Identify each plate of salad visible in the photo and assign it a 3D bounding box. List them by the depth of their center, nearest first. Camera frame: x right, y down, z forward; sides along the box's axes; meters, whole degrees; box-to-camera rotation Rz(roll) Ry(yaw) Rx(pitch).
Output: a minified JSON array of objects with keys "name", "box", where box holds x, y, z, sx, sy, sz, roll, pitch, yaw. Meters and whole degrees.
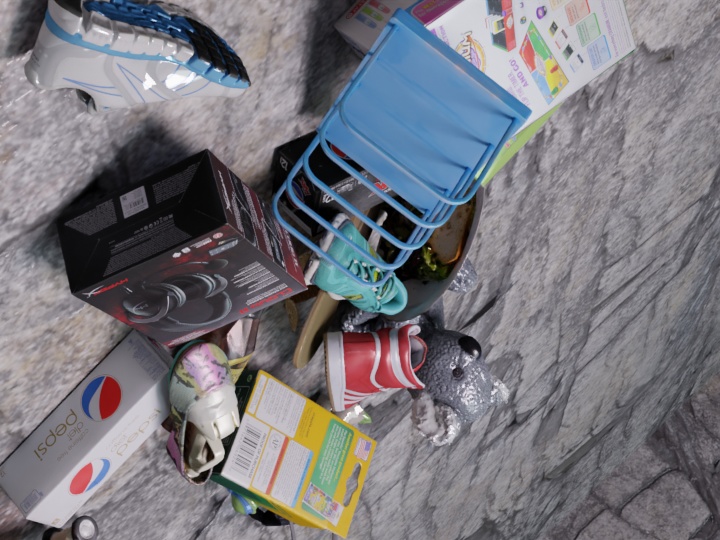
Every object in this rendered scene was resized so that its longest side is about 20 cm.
[{"name":"plate of salad","box":[0.062,-0.043,1.315,0.048,0.201,0.201,22,113,-26]}]

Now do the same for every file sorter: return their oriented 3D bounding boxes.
[{"name":"file sorter","box":[0.023,-0.092,1.052,0.123,0.138,0.200,-55,-176,-29]}]

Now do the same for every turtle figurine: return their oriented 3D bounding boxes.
[{"name":"turtle figurine","box":[-0.059,0.263,1.549,0.194,0.199,0.144,-49,165,-22]}]

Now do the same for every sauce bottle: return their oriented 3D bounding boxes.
[{"name":"sauce bottle","box":[-0.146,0.084,1.281,0.066,0.066,0.201,-5,133,-54]}]

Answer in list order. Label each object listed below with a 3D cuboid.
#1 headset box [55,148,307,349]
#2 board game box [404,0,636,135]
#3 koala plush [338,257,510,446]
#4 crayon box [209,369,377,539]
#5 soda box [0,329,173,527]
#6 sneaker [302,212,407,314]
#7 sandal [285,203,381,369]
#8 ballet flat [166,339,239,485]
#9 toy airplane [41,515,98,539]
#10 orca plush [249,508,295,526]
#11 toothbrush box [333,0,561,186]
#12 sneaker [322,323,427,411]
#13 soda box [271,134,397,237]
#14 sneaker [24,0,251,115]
[{"name":"headset box","box":[-0.147,-0.009,1.078,0.147,0.078,0.200,-23,155,10]},{"name":"board game box","box":[0.141,-0.209,1.088,0.199,0.040,0.154,-35,129,-10]},{"name":"koala plush","box":[0.084,0.103,1.470,0.177,0.200,0.184,-28,165,-51]},{"name":"crayon box","box":[-0.081,0.214,1.419,0.199,0.051,0.127,35,64,-34]},{"name":"soda box","box":[-0.260,0.157,1.213,0.200,0.064,0.068,-45,154,-2]},{"name":"sneaker","box":[0.000,0.000,1.204,0.078,0.079,0.200,-60,161,0]},{"name":"sandal","box":[-0.050,0.000,1.319,0.078,0.069,0.213,74,39,-68]},{"name":"ballet flat","box":[-0.152,0.147,1.205,0.069,0.071,0.201,-21,150,-27]},{"name":"toy airplane","box":[-0.345,0.330,1.215,0.197,0.143,0.200,-13,167,-3]},{"name":"orca plush","box":[-0.100,0.318,1.714,0.104,0.072,0.199,-8,167,31]},{"name":"toothbrush box","box":[0.095,-0.202,1.145,0.146,0.086,0.200,-47,131,-1]},{"name":"sneaker","box":[0.018,0.110,1.365,0.111,0.072,0.200,-5,164,0]},{"name":"soda box","box":[0.008,-0.111,1.234,0.199,0.071,0.064,-28,147,-35]},{"name":"sneaker","box":[-0.168,-0.153,0.924,0.199,0.075,0.087,8,129,-51]}]
